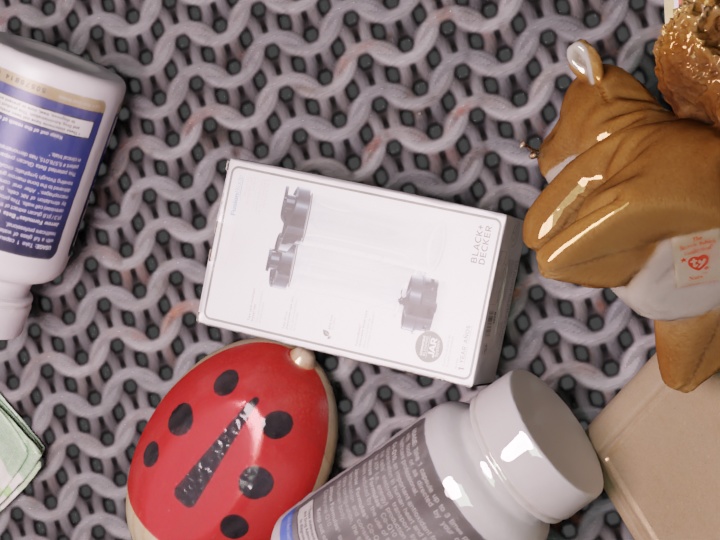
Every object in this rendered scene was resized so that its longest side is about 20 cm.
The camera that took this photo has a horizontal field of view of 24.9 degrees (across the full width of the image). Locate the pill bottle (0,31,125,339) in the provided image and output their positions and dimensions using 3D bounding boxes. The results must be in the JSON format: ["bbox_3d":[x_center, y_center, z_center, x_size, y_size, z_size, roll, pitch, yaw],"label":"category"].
[{"bbox_3d":[-0.248,-0.058,1.154,0.111,0.111,0.201,24,100,17],"label":"pill bottle"}]

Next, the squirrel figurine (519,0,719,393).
[{"bbox_3d":[0.184,-0.070,0.952,0.141,0.187,0.200,32,117,-27],"label":"squirrel figurine"}]

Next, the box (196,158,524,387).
[{"bbox_3d":[0.000,0.000,1.091,0.199,0.060,0.117,11,92,19],"label":"box"}]

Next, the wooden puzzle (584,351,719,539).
[{"bbox_3d":[0.229,0.122,0.972,0.185,0.037,0.200,-54,47,37],"label":"wooden puzzle"}]

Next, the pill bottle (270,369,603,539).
[{"bbox_3d":[0.049,0.156,1.052,0.200,0.114,0.114,-37,81,22],"label":"pill bottle"}]

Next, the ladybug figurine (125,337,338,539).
[{"bbox_3d":[-0.095,0.134,1.130,0.136,0.072,0.200,35,104,15],"label":"ladybug figurine"}]

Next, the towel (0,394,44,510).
[{"bbox_3d":[-0.344,0.157,1.249,0.153,0.023,0.200,45,106,13],"label":"towel"}]

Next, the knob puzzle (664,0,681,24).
[{"bbox_3d":[0.268,-0.172,0.990,0.219,0.030,0.220,-1,88,26],"label":"knob puzzle"}]
